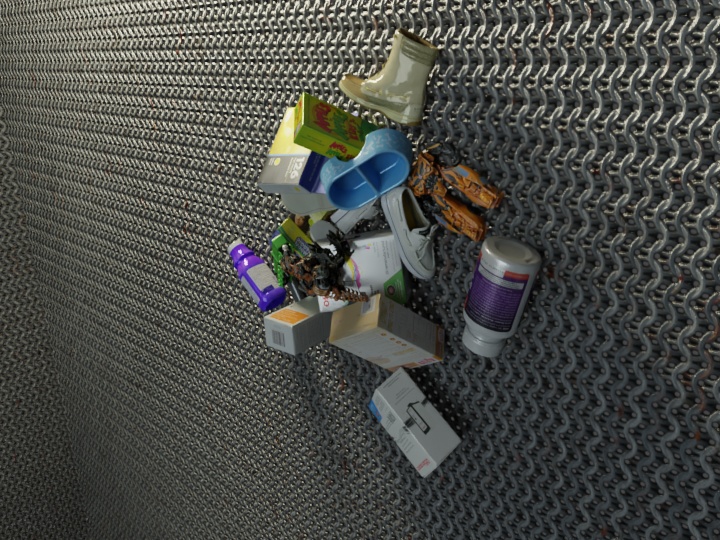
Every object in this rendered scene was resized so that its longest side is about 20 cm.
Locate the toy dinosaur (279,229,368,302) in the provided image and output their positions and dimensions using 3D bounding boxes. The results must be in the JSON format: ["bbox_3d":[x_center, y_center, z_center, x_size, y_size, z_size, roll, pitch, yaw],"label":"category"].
[{"bbox_3d":[-0.070,0.002,1.235,0.194,0.103,0.139,18,121,-2],"label":"toy dinosaur"}]

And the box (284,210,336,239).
[{"bbox_3d":[-0.101,-0.145,1.422,0.076,0.050,0.200,54,132,12],"label":"box"}]

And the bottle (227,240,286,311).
[{"bbox_3d":[-0.279,0.010,1.619,0.201,0.083,0.066,51,132,15],"label":"bottle"}]

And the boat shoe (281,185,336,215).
[{"bbox_3d":[-0.094,-0.166,1.329,0.196,0.061,0.077,-3,107,44],"label":"boat shoe"}]

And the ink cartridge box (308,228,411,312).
[{"bbox_3d":[0.000,0.000,1.300,0.193,0.084,0.150,-7,101,14],"label":"ink cartridge box"}]

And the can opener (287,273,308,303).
[{"bbox_3d":[-0.152,0.020,1.525,0.066,0.053,0.205,-27,87,49],"label":"can opener"}]

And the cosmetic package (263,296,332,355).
[{"bbox_3d":[-0.119,0.118,1.429,0.099,0.198,0.074,11,113,38],"label":"cosmetic package"}]

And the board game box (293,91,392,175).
[{"bbox_3d":[-0.034,-0.262,1.201,0.048,0.195,0.104,-48,33,41],"label":"board game box"}]

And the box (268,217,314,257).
[{"bbox_3d":[-0.124,-0.020,1.429,0.200,0.049,0.117,45,158,-4],"label":"box"}]

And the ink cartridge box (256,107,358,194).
[{"bbox_3d":[-0.118,-0.262,1.322,0.196,0.047,0.203,6,68,43],"label":"ink cartridge box"}]

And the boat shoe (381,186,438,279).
[{"bbox_3d":[0.116,-0.075,1.206,0.085,0.074,0.207,-1,118,52],"label":"boat shoe"}]

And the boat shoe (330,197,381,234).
[{"bbox_3d":[0.016,-0.143,1.310,0.066,0.074,0.198,50,137,-7],"label":"boat shoe"}]

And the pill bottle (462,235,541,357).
[{"bbox_3d":[0.250,0.051,1.125,0.110,0.110,0.205,30,123,30],"label":"pill bottle"}]

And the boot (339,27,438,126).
[{"bbox_3d":[0.052,-0.386,1.177,0.198,0.072,0.159,33,126,27],"label":"boot"}]

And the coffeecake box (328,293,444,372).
[{"bbox_3d":[0.057,0.136,1.277,0.151,0.197,0.075,-22,49,43],"label":"coffeecake box"}]

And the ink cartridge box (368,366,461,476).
[{"bbox_3d":[0.114,0.333,1.338,0.201,0.083,0.147,49,158,16],"label":"ink cartridge box"}]

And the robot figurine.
[{"bbox_3d":[0.169,-0.153,1.163,0.199,0.057,0.148,38,126,26],"label":"robot figurine"}]

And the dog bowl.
[{"bbox_3d":[0.012,-0.186,1.173,0.196,0.111,0.051,-28,43,22],"label":"dog bowl"}]

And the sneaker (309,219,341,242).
[{"bbox_3d":[-0.036,-0.032,1.399,0.200,0.075,0.088,47,170,-1],"label":"sneaker"}]

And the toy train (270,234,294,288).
[{"bbox_3d":[-0.184,-0.020,1.426,0.057,0.041,0.201,50,159,14],"label":"toy train"}]
